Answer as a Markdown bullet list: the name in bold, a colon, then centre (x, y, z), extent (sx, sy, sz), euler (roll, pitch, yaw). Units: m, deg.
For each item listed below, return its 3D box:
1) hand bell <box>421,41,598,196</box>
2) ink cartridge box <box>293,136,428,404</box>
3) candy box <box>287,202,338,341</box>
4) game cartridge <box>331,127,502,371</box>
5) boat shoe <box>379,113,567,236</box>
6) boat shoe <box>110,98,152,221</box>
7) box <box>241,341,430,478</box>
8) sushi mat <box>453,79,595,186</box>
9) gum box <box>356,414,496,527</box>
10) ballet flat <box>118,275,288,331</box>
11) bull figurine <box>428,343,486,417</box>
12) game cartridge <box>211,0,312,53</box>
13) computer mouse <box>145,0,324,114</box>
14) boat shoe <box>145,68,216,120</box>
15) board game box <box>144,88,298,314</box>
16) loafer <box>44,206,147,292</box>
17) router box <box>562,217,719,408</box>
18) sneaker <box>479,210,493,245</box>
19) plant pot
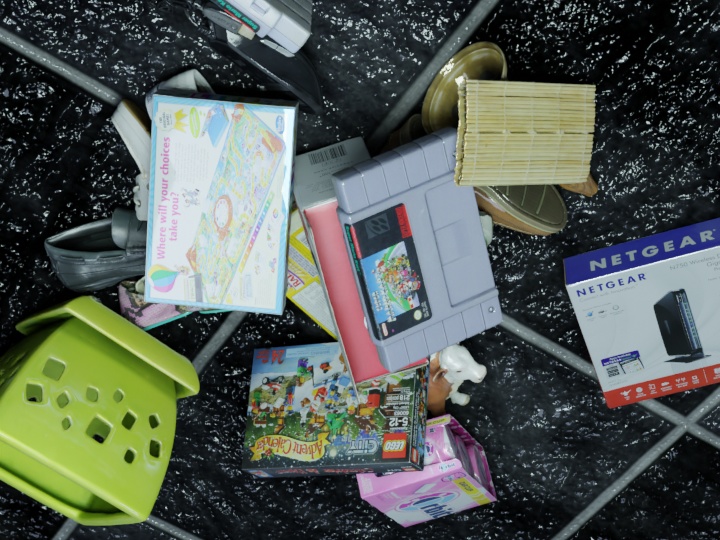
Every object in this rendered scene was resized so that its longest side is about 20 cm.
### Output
- **hand bell**: centre (0.163, -0.123, 1.469), extent (0.104, 0.104, 0.200), euler (-37, 128, 27)
- **ink cartridge box**: centre (0.000, 0.000, 1.477), extent (0.083, 0.176, 0.201), euler (-17, 117, -1)
- **candy box**: centre (-0.023, 0.012, 1.605), extent (0.102, 0.026, 0.200), euler (-33, 118, 28)
- **game cartridge**: centre (0.053, -0.016, 1.392), extent (0.129, 0.038, 0.201), euler (-26, 118, -20)
- **boat shoe**: centre (0.111, -0.087, 1.504), extent (0.199, 0.072, 0.068), euler (29, 138, -18)
- **boat shoe**: centre (-0.192, -0.072, 1.485), extent (0.069, 0.071, 0.200), euler (-33, 92, 11)
- **box**: centre (-0.026, 0.145, 1.609), extent (0.199, 0.137, 0.038), euler (-6, 156, 26)
- **sushi mat**: centre (0.154, -0.126, 1.402), extent (0.012, 0.199, 0.096), euler (11, 101, 42)
- **gum box**: centre (0.070, 0.220, 1.668), extent (0.113, 0.066, 0.200), euler (-18, 158, 10)
- **ballet flat**: centre (-0.172, 0.014, 1.583), extent (0.199, 0.069, 0.071), euler (-13, 105, 26)
- **bull figurine**: centre (0.053, 0.134, 1.665), extent (0.199, 0.065, 0.122), euler (-15, 134, 20)
- **game cartridge**: centre (-0.127, -0.279, 1.326), extent (0.200, 0.130, 0.038), euler (35, 122, -21)
- **computer mouse**: centre (-0.098, -0.214, 1.387), extent (0.200, 0.140, 0.046), euler (34, 83, -17)
- **boat shoe**: centre (-0.126, -0.109, 1.489), extent (0.065, 0.074, 0.200), euler (-27, 122, 24)
- **board game box**: centre (-0.131, -0.064, 1.432), extent (0.134, 0.034, 0.201), euler (6, 106, 2)
- **loafer**: centre (-0.230, -0.033, 1.555), extent (0.200, 0.068, 0.071), euler (-16, 132, 18)
- **router box**: centre (0.331, 0.044, 1.597), extent (0.199, 0.049, 0.180), euler (-16, 125, 14)
- **sneaker**: centre (0.087, 0.014, 1.536), extent (0.077, 0.089, 0.200), euler (10, 154, 6)
- **plant pot**: centre (-0.297, 0.142, 1.595), extent (0.199, 0.182, 0.200), euler (35, 156, -21)
